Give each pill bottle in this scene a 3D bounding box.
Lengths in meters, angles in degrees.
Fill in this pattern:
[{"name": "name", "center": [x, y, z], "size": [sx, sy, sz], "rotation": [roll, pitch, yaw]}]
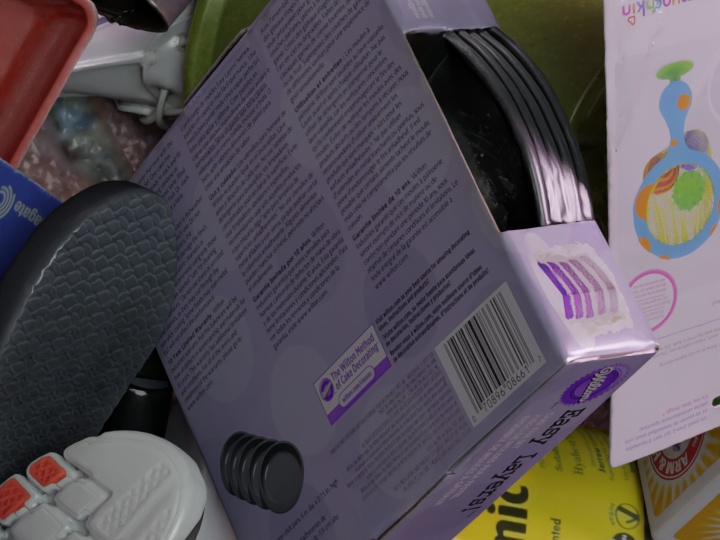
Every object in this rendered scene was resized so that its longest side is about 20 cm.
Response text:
[{"name": "pill bottle", "center": [0.020, 0.105, 1.172], "size": [0.199, 0.111, 0.112], "rotation": [11, 81, -17]}]

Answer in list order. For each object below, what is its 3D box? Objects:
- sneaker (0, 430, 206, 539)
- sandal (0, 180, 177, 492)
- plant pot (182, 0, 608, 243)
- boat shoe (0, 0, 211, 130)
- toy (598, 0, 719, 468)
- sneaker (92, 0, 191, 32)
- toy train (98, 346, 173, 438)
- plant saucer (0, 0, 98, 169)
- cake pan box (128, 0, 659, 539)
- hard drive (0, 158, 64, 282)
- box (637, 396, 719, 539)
[{"name": "sneaker", "center": [-0.112, 0.138, 1.087], "size": [0.082, 0.077, 0.200], "rotation": [15, 121, -49]}, {"name": "sandal", "center": [-0.130, 0.052, 1.089], "size": [0.076, 0.043, 0.201], "rotation": [3, 119, -49]}, {"name": "plant pot", "center": [0.064, -0.059, 1.125], "size": [0.199, 0.190, 0.201], "rotation": [-11, 111, -31]}, {"name": "boat shoe", "center": [-0.067, -0.089, 1.179], "size": [0.199, 0.074, 0.066], "rotation": [-18, 87, -19]}, {"name": "toy", "center": [0.119, -0.044, 1.019], "size": [0.115, 0.047, 0.201], "rotation": [-16, 120, -29]}, {"name": "sneaker", "center": [-0.119, -0.176, 1.130], "size": [0.200, 0.075, 0.106], "rotation": [32, 72, 24]}, {"name": "toy train", "center": [-0.098, 0.121, 1.140], "size": [0.034, 0.046, 0.201], "rotation": [6, 100, -20]}, {"name": "plant saucer", "center": [-0.229, -0.063, 1.105], "size": [0.199, 0.037, 0.200], "rotation": [28, 102, -15]}, {"name": "cake pan box", "center": [0.000, 0.000, 1.040], "size": [0.052, 0.200, 0.185], "rotation": [-7, 61, -40]}, {"name": "hard drive", "center": [-0.163, 0.060, 1.100], "size": [0.201, 0.025, 0.132], "rotation": [-61, 148, -6]}, {"name": "box", "center": [0.169, 0.008, 1.181], "size": [0.101, 0.113, 0.201], "rotation": [15, 46, -26]}]
